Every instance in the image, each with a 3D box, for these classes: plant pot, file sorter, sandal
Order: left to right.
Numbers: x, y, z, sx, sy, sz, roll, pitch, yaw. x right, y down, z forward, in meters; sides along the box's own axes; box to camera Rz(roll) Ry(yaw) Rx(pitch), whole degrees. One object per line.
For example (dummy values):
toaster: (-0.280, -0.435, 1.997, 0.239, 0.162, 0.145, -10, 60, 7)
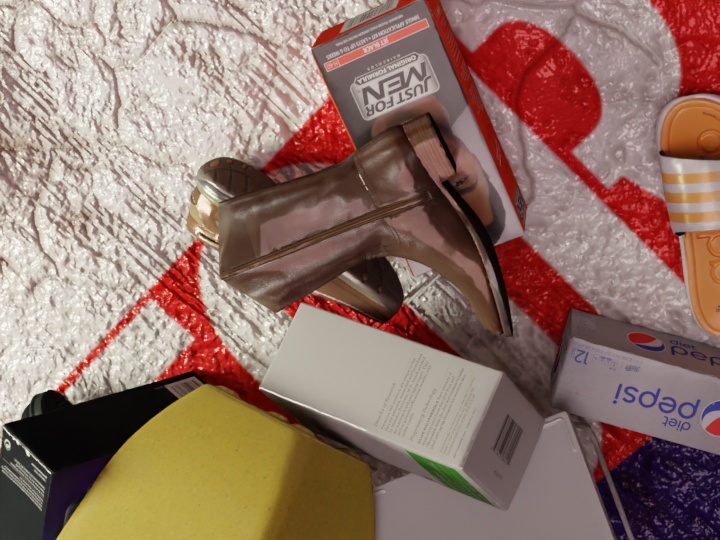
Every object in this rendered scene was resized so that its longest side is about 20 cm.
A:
plant pot: (-0.099, 0.210, 1.089, 0.194, 0.194, 0.202, 21, 81, 34)
file sorter: (0.120, 0.220, 1.143, 0.198, 0.124, 0.140, -24, 75, 18)
sandal: (0.281, -0.034, 1.064, 0.078, 0.059, 0.209, -10, 110, 13)

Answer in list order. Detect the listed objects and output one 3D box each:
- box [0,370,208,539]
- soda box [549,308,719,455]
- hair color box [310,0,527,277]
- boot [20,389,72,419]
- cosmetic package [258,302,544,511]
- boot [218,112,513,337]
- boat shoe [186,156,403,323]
box: (-0.207, 0.183, 1.156, 0.079, 0.199, 0.143, 34, 122, 33)
soda box: (0.258, 0.097, 1.120, 0.197, 0.064, 0.069, 15, 113, 3)
hair color box: (0.049, -0.108, 1.070, 0.100, 0.061, 0.202, -21, 108, 16)
boot: (-0.313, 0.220, 1.257, 0.166, 0.077, 0.202, -18, 115, 12)
cosmetic package: (0.033, 0.106, 1.084, 0.198, 0.086, 0.108, 16, 162, 35)
boot: (0.000, 0.000, 1.047, 0.198, 0.064, 0.188, -24, 93, 10)
boat shoe: (-0.056, -0.014, 1.125, 0.199, 0.076, 0.072, 34, 118, 4)
